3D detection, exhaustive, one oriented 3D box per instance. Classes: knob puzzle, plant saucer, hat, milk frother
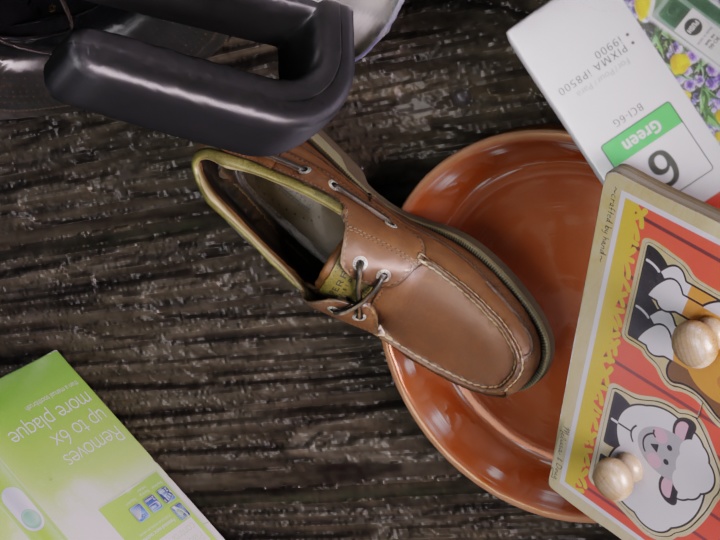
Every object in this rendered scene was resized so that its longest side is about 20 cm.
[{"bbox_3d":[0.161,0.077,0.662,0.219,0.030,0.220,26,128,38],"label":"knob puzzle"},{"bbox_3d":[0.102,0.026,0.797,0.200,0.032,0.201,10,112,27],"label":"plant saucer"},{"bbox_3d":[-0.161,-0.170,0.847,0.201,0.200,0.081,-47,38,34],"label":"hat"},{"bbox_3d":[-0.103,-0.135,0.755,0.200,0.187,0.181,-5,77,59],"label":"milk frother"}]

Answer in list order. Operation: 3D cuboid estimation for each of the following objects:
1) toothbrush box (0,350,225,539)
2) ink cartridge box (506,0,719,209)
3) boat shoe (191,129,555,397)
[{"bbox_3d":[-0.177,0.165,0.945,0.200,0.146,0.086,48,124,8],"label":"toothbrush box"},{"bbox_3d":[0.162,-0.049,0.700,0.109,0.050,0.200,-33,88,11],"label":"ink cartridge box"},{"bbox_3d":[0.000,0.000,0.789,0.200,0.068,0.072,36,120,16],"label":"boat shoe"}]
